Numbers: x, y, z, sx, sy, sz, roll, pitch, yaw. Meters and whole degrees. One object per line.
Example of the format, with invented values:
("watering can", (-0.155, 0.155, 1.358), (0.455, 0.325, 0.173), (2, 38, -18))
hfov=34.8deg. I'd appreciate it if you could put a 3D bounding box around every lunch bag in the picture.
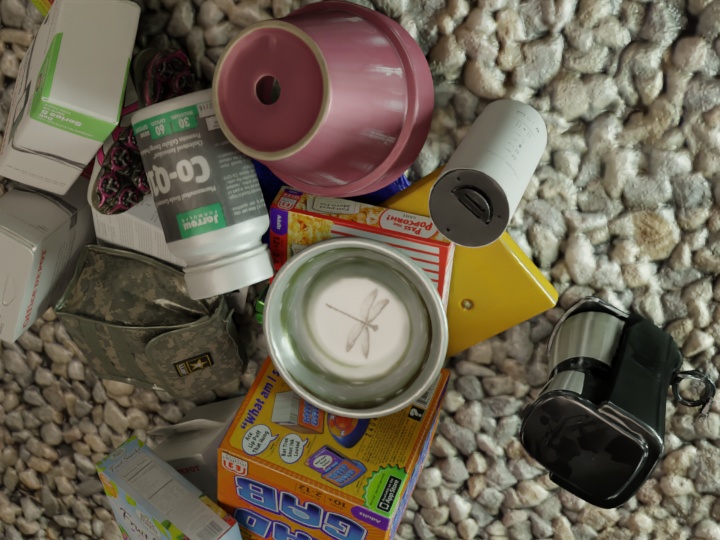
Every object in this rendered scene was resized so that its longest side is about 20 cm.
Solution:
("lunch bag", (-0.237, 0.070, 1.372), (0.198, 0.119, 0.165), (11, 151, 13))

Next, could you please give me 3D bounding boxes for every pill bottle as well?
("pill bottle", (-0.159, -0.080, 1.199), (0.112, 0.113, 0.202), (-14, 95, 25))

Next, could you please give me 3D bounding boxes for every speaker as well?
("speaker", (0.128, -0.100, 1.128), (0.080, 0.200, 0.082), (8, 119, 15))

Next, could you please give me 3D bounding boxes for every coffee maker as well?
("coffee maker", (0.275, 0.140, 1.203), (0.190, 0.200, 0.136), (9, 121, 15))

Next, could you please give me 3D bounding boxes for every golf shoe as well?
("golf shoe", (-0.254, -0.151, 1.264), (0.091, 0.202, 0.073), (6, 157, 39))

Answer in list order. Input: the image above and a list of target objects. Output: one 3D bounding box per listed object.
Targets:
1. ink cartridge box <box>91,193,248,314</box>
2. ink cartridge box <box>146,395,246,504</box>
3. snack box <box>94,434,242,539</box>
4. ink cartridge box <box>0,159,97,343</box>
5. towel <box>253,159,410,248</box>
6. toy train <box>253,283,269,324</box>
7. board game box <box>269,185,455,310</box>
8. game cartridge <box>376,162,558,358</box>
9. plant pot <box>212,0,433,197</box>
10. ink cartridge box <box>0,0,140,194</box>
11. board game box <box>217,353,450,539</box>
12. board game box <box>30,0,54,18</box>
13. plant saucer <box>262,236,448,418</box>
("ink cartridge box", (-0.213, -0.031, 1.335), (0.198, 0.051, 0.162), (23, 158, -1))
("ink cartridge box", (-0.171, 0.260, 1.459), (0.128, 0.125, 0.201), (-17, 111, 39))
("snack box", (-0.215, 0.313, 1.357), (0.199, 0.068, 0.170), (29, 143, 35))
("ink cartridge box", (-0.375, -0.033, 1.345), (0.082, 0.200, 0.147), (27, 122, 4))
("towel", (-0.053, -0.105, 1.280), (0.198, 0.050, 0.149), (-17, 109, 26))
("toy train", (-0.038, 0.076, 1.368), (0.198, 0.042, 0.057), (27, 151, 5))
("board game box", (0.000, 0.000, 1.255), (0.198, 0.046, 0.153), (12, 129, 11))
("game cartridge", (0.092, -0.004, 1.271), (0.175, 0.033, 0.200), (-28, 112, 34))
("plant pot", (-0.048, -0.170, 1.131), (0.198, 0.179, 0.203), (2, 95, 23))
("ink cartridge box", (-0.315, -0.190, 1.227), (0.083, 0.147, 0.200), (16, 154, -25))
("board game box", (-0.033, 0.209, 1.318), (0.198, 0.201, 0.201), (21, 143, 9))
("board game box", (-0.288, -0.327, 1.208), (0.102, 0.048, 0.199), (50, 142, -11))
("plant saucer", (-0.003, 0.056, 1.215), (0.198, 0.050, 0.203), (3, 109, 10))
